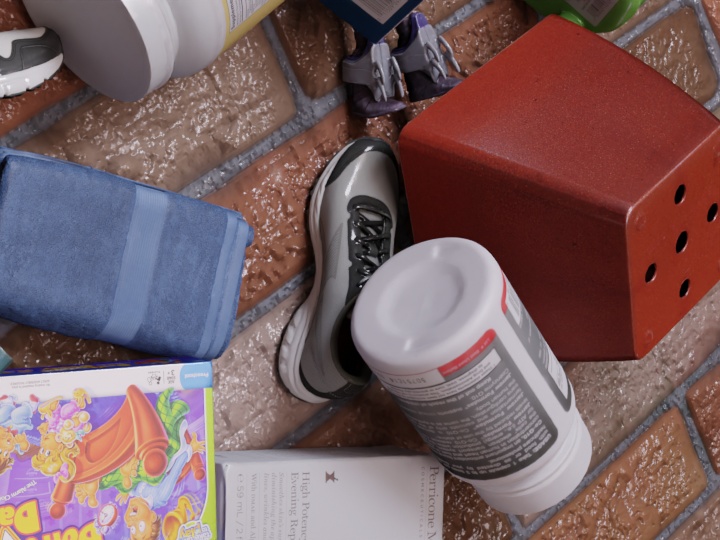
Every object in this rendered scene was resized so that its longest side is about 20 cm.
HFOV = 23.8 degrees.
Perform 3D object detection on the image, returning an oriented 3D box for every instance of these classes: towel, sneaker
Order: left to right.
[{"bbox_3d":[-0.273,-0.131,1.047,0.199,0.073,0.081,-19,100,-36],"label":"sneaker"},{"bbox_3d":[-0.168,-0.008,1.144,0.199,0.048,0.113,16,85,-38],"label":"towel"},{"bbox_3d":[0.000,0.000,1.254,0.074,0.079,0.202,17,80,-34],"label":"sneaker"}]

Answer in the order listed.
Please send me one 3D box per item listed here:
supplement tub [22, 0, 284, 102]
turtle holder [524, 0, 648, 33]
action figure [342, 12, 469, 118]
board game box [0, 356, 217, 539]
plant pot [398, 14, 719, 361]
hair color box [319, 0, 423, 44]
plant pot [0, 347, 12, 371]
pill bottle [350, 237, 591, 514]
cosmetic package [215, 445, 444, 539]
[{"bbox_3d":[-0.113,-0.218,1.121,0.200,0.145,0.146,-44,115,-28],"label":"supplement tub"},{"bbox_3d":[0.162,-0.277,1.351,0.132,0.185,0.141,-47,149,-26],"label":"turtle holder"},{"bbox_3d":[0.011,-0.220,1.266,0.130,0.069,0.201,-24,102,-29],"label":"action figure"},{"bbox_3d":[-0.194,0.131,1.108,0.199,0.045,0.136,-3,93,-27],"label":"board game box"},{"bbox_3d":[0.168,-0.046,1.277,0.200,0.176,0.201,-39,134,-34],"label":"plant pot"},{"bbox_3d":[0.050,-0.265,1.204,0.060,0.100,0.201,36,58,-13],"label":"hair color box"},{"bbox_3d":[-0.316,0.078,0.962,0.141,0.141,0.200,42,80,-6],"label":"plant pot"},{"bbox_3d":[0.085,0.081,1.218,0.114,0.113,0.200,-55,133,-23],"label":"pill bottle"},{"bbox_3d":[-0.034,0.181,1.236,0.199,0.074,0.103,1,91,-36],"label":"cosmetic package"}]
